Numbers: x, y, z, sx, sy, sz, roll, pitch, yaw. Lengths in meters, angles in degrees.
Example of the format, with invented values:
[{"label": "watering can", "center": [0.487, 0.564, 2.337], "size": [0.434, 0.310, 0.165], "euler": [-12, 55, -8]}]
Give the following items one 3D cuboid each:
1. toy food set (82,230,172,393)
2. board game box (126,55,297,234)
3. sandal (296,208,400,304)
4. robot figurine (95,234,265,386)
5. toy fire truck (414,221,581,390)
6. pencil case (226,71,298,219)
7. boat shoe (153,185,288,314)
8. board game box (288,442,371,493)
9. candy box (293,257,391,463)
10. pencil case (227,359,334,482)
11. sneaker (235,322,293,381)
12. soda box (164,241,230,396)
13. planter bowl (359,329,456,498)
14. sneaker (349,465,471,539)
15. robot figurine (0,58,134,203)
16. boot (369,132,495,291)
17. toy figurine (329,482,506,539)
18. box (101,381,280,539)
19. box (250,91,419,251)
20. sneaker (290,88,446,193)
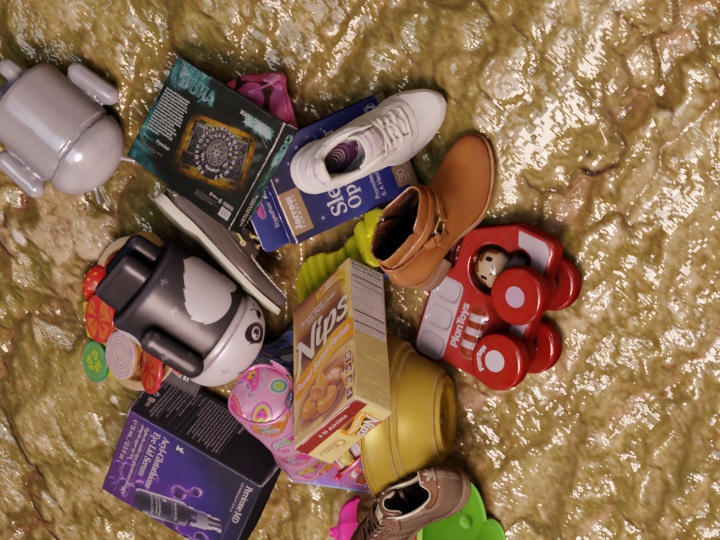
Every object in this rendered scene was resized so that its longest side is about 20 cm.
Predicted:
[{"label": "toy food set", "center": [-0.286, 0.056, 1.740], "size": [0.199, 0.048, 0.200], "euler": [-10, 86, 43]}, {"label": "board game box", "center": [-0.172, -0.146, 1.587], "size": [0.200, 0.028, 0.136], "euler": [35, 99, 35]}, {"label": "sandal", "center": [0.000, 0.000, 1.665], "size": [0.200, 0.087, 0.080], "euler": [-33, 62, 40]}, {"label": "robot figurine", "center": [-0.203, 0.046, 1.605], "size": [0.199, 0.125, 0.151], "euler": [37, 70, -15]}, {"label": "toy fire truck", "center": [0.153, 0.036, 1.622], "size": [0.167, 0.112, 0.202], "euler": [26, 113, 28]}, {"label": "pencil case", "center": [-0.100, -0.136, 1.647], "size": [0.093, 0.090, 0.202], "euler": [-3, 110, 49]}, {"label": "boat shoe", "center": [-0.154, -0.034, 1.643], "size": [0.201, 0.072, 0.061], "euler": [45, 79, -3]}, {"label": "board game box", "center": [-0.029, 0.213, 1.759], "size": [0.198, 0.039, 0.159], "euler": [6, 109, 14]}, {"label": "candy box", "center": [-0.023, 0.099, 1.555], "size": [0.055, 0.201, 0.115], "euler": [25, 131, -29]}, {"label": "pencil case", "center": [-0.088, 0.181, 1.653], "size": [0.087, 0.088, 0.200], "euler": [-1, 151, 17]}, {"label": "sneaker", "center": [-0.065, 0.101, 1.719], "size": [0.198, 0.075, 0.079], "euler": [-3, 90, 13]}, {"label": "soda box", "center": [-0.196, 0.052, 1.747], "size": [0.070, 0.063, 0.201], "euler": [24, 113, 8]}, {"label": "planter bowl", "center": [0.064, 0.169, 1.630], "size": [0.083, 0.200, 0.202], "euler": [0, 107, 17]}, {"label": "sneaker", "center": [0.036, 0.278, 1.594], "size": [0.075, 0.071, 0.200], "euler": [22, 128, -37]}, {"label": "robot figurine", "center": [-0.371, -0.173, 1.699], "size": [0.200, 0.113, 0.170], "euler": [41, 95, 1]}, {"label": "boot", "center": [0.077, -0.078, 1.551], "size": [0.076, 0.155, 0.201], "euler": [28, 89, 25]}, {"label": "toy figurine", "center": [0.057, 0.334, 1.736], "size": [0.183, 0.200, 0.151], "euler": [-4, 69, 37]}, {"label": "box", "center": [-0.209, 0.250, 1.781], "size": [0.199, 0.104, 0.149], "euler": [28, 123, 7]}, {"label": "box", "center": [-0.041, -0.112, 1.607], "size": [0.199, 0.032, 0.122], "euler": [-25, 101, -12]}, {"label": "sneaker", "center": [0.021, -0.142, 1.556], "size": [0.199, 0.100, 0.075], "euler": [-32, 101, -17]}]
